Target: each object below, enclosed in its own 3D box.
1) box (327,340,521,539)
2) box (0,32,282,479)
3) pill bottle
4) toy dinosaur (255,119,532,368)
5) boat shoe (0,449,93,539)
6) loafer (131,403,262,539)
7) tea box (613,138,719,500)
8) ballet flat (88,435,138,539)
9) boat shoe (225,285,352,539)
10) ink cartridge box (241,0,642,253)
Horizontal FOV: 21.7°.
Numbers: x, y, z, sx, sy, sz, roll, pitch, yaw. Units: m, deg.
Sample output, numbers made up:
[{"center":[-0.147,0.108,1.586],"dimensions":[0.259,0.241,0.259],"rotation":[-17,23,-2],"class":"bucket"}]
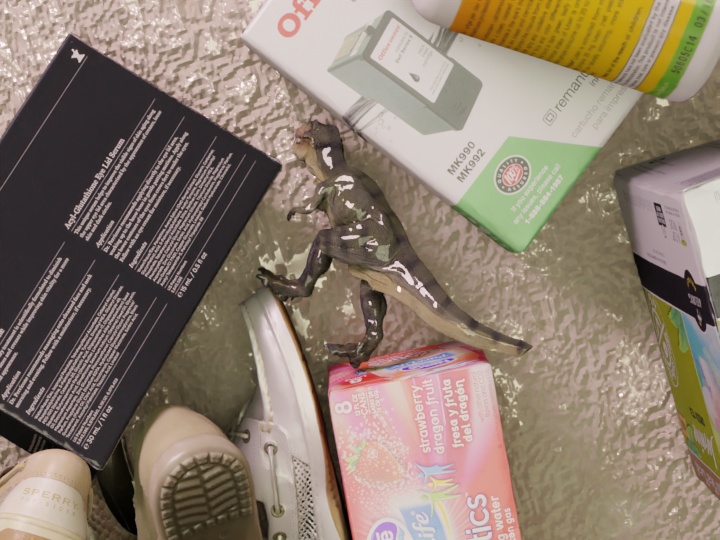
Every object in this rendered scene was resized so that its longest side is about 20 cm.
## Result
[{"center":[0.043,0.150,1.076],"dimensions":[0.094,0.103,0.201],"rotation":[-10,97,0],"class":"box"},{"center":[-0.156,-0.005,1.036],"dimensions":[0.141,0.079,0.201],"rotation":[32,71,-6],"class":"box"},{"center":[0.091,-0.167,0.957],"dimensions":[0.199,0.111,0.112],"rotation":[17,95,-4],"class":"pill bottle"},{"center":[0.000,0.000,1.047],"dimensions":[0.088,0.047,0.200],"rotation":[-45,66,10],"class":"toy dinosaur"},{"center":[-0.184,0.144,1.039],"dimensions":[0.072,0.200,0.065],"rotation":[19,68,-11],"class":"boat shoe"},{"center":[-0.089,0.150,1.051],"dimensions":[0.075,0.068,0.201],"rotation":[-11,133,-16],"class":"loafer"},{"center":[0.239,0.026,1.019],"dimensions":[0.133,0.200,0.198],"rotation":[-17,95,0],"class":"tea box"},{"center":[-0.149,0.101,1.087],"dimensions":[0.046,0.067,0.201],"rotation":[-17,90,9],"class":"ballet flat"},{"center":[-0.051,0.110,1.086],"dimensions":[0.069,0.071,0.201],"rotation":[-13,97,0],"class":"boat shoe"},{"center":[0.050,-0.127,1.057],"dimensions":[0.200,0.084,0.146],"rotation":[37,93,-4],"class":"ink cartridge box"}]
